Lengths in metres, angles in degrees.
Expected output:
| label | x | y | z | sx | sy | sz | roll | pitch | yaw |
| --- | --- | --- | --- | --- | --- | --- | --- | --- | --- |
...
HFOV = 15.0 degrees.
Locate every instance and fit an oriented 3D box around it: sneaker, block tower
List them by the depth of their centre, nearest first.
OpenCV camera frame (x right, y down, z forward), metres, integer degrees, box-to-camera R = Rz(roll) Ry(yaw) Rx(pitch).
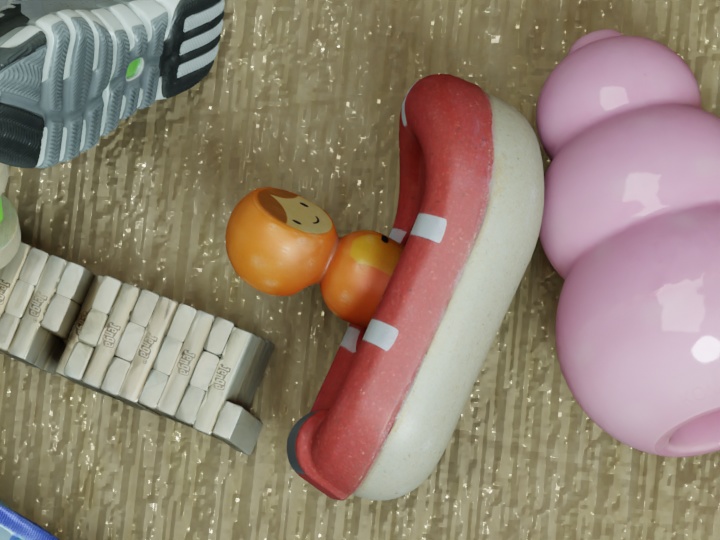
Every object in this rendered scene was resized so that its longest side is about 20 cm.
| label | x | y | z | sx | sy | sz | roll | pitch | yaw |
| --- | --- | --- | --- | --- | --- | --- | --- | --- | --- |
| sneaker | -0.162 | -0.110 | 1.311 | 0.115 | 0.200 | 0.075 | 24 | 115 | 23 |
| block tower | -0.137 | 0.026 | 1.333 | 0.199 | 0.054 | 0.058 | 22 | 84 | 14 |

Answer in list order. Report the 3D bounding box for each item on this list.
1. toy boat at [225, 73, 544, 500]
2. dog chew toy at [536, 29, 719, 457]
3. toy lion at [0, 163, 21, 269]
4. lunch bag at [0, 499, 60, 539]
| label | x | y | z | sx | sy | sz | roll | pitch | yaw |
| --- | --- | --- | --- | --- | --- | --- | --- | --- | --- |
| toy boat | 0.000 | 0.000 | 1.263 | 0.130 | 0.131 | 0.201 | 25 | 83 | -5 |
| dog chew toy | 0.137 | -0.019 | 1.260 | 0.124 | 0.125 | 0.201 | -19 | 67 | 7 |
| toy lion | -0.273 | -0.029 | 1.287 | 0.191 | 0.069 | 0.200 | -31 | 60 | -20 |
| lunch bag | -0.187 | 0.194 | 1.279 | 0.199 | 0.127 | 0.171 | 32 | 84 | 2 |
